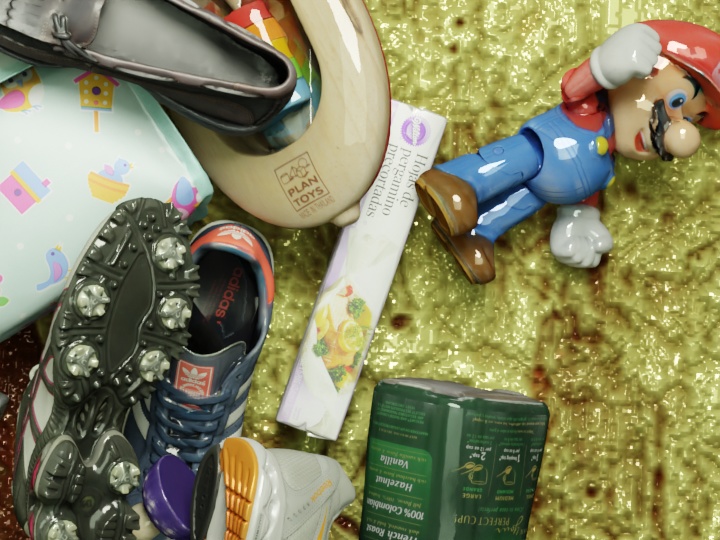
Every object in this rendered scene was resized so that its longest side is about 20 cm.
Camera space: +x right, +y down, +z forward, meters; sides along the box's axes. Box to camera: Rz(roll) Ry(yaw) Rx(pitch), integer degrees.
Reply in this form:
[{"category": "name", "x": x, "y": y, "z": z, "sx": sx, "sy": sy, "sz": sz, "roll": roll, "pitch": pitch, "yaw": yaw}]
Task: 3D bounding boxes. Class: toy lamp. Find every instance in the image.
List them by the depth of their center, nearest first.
[{"category": "toy lamp", "x": -0.177, "y": 0.175, "z": 1.039, "sx": 0.199, "sy": 0.058, "sz": 0.058, "roll": -32, "pitch": 92, "yaw": 17}]

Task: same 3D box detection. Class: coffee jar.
[{"category": "coffee jar", "x": 0.044, "y": 0.165, "z": 1.050, "sx": 0.104, "sy": 0.085, "sz": 0.201, "roll": 9, "pitch": 89, "yaw": -48}]

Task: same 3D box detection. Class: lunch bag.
[{"category": "lunch bag", "x": -0.201, "y": -0.078, "z": 1.023, "sx": 0.170, "sy": 0.122, "sz": 0.201, "roll": -31, "pitch": 91, "yaw": -9}]

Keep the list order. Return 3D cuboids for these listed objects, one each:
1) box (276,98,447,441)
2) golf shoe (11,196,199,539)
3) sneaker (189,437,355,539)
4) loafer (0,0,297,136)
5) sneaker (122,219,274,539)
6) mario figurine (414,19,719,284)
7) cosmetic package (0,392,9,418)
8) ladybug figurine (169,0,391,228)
[{"category": "box", "x": 0.000, "y": 0.000, "z": 1.078, "sx": 0.039, "sy": 0.041, "sz": 0.201, "roll": 19, "pitch": 88, "yaw": -4}, {"category": "golf shoe", "x": -0.148, "y": 0.053, "z": 0.977, "sx": 0.077, "sy": 0.088, "sz": 0.201, "roll": 12, "pitch": 97, "yaw": -37}, {"category": "sneaker", "x": -0.049, "y": 0.191, "z": 0.993, "sx": 0.092, "sy": 0.076, "sz": 0.201, "roll": 6, "pitch": 103, "yaw": -34}, {"category": "loafer", "x": -0.123, "y": -0.131, "z": 0.948, "sx": 0.199, "sy": 0.063, "sz": 0.072, "roll": 22, "pitch": 75, "yaw": -18}, {"category": "sneaker", "x": -0.096, "y": 0.069, "z": 1.050, "sx": 0.075, "sy": 0.085, "sz": 0.201, "roll": 10, "pitch": 90, "yaw": -4}, {"category": "mario figurine", "x": 0.136, "y": -0.066, "z": 1.047, "sx": 0.200, "sy": 0.123, "sz": 0.106, "roll": -34, "pitch": 88, "yaw": -4}, {"category": "cosmetic package", "x": -0.275, "y": 0.150, "z": 1.031, "sx": 0.071, "sy": 0.101, "sz": 0.201, "roll": 25, "pitch": 90, "yaw": -4}, {"category": "ladybug figurine", "x": -0.044, "y": -0.115, "z": 1.044, "sx": 0.135, "sy": 0.072, "sz": 0.201, "roll": -27, "pitch": 81, "yaw": 28}]
